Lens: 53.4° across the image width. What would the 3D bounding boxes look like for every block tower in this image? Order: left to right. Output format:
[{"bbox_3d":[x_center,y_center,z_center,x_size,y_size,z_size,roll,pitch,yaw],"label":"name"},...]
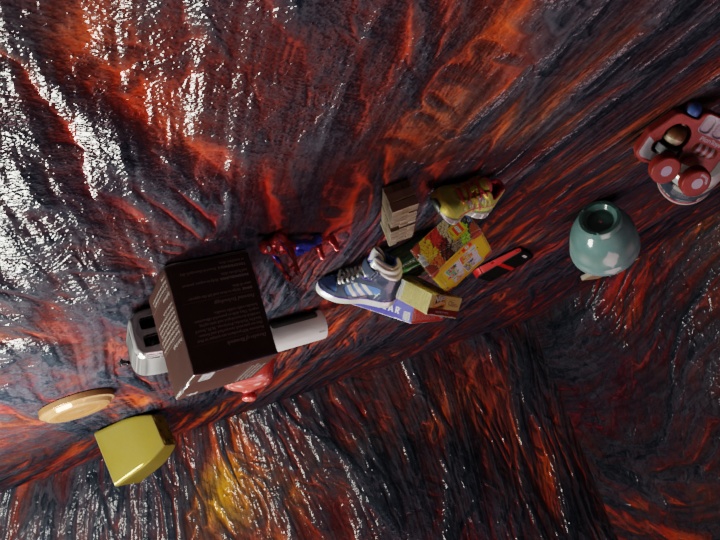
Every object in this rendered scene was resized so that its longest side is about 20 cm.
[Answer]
[{"bbox_3d":[0.072,-0.107,1.352,0.056,0.055,0.200,-18,166,-6],"label":"block tower"}]

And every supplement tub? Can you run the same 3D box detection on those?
[{"bbox_3d":[0.788,-0.247,1.702,0.137,0.144,0.200,-23,166,9],"label":"supplement tub"}]

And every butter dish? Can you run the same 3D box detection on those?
[{"bbox_3d":[-0.315,0.290,2.000,0.194,0.152,0.200,-5,163,-9],"label":"butter dish"}]

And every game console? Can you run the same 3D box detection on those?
[{"bbox_3d":[0.457,-0.021,2.292,0.174,0.032,0.199,-32,164,19],"label":"game console"}]

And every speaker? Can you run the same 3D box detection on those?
[{"bbox_3d":[-0.189,0.168,1.924,0.195,0.083,0.081,-13,164,-28],"label":"speaker"}]

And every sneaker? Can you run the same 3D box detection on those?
[{"bbox_3d":[0.000,0.000,1.641,0.194,0.081,0.150,10,124,0],"label":"sneaker"},{"bbox_3d":[0.209,-0.149,1.385,0.197,0.079,0.090,-14,158,-48],"label":"sneaker"}]

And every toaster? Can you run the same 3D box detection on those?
[{"bbox_3d":[-0.395,0.134,1.443,0.195,0.116,0.130,-13,160,-22],"label":"toaster"}]

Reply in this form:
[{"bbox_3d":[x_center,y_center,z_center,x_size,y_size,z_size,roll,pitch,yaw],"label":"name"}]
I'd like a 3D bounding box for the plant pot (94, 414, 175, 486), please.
[{"bbox_3d":[-0.758,0.598,2.472,0.197,0.198,0.196,-30,166,2],"label":"plant pot"}]

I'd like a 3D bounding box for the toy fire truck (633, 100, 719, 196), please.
[{"bbox_3d":[0.687,-0.269,1.513,0.195,0.114,0.170,18,124,-16],"label":"toy fire truck"}]

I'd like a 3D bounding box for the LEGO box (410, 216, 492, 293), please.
[{"bbox_3d":[0.210,-0.044,1.626,0.148,0.078,0.200,-42,159,5],"label":"LEGO box"}]

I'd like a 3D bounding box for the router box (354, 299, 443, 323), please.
[{"bbox_3d":[0.098,0.086,1.887,0.196,0.050,0.178,16,-172,33],"label":"router box"}]

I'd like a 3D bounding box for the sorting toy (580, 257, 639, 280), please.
[{"bbox_3d":[1.020,-0.036,2.958,0.198,0.071,0.196,-32,163,34],"label":"sorting toy"}]

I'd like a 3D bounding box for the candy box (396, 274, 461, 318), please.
[{"bbox_3d":[0.140,0.054,1.761,0.113,0.057,0.198,11,-170,-41],"label":"candy box"}]

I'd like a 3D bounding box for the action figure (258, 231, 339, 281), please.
[{"bbox_3d":[-0.111,-0.020,1.329,0.064,0.101,0.198,-30,161,32],"label":"action figure"}]

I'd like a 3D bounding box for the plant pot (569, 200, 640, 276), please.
[{"bbox_3d":[0.677,-0.107,2.004,0.196,0.204,0.135,-23,139,9],"label":"plant pot"}]

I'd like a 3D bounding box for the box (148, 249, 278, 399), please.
[{"bbox_3d":[-0.272,0.099,1.304,0.161,0.205,0.166,-12,165,-31],"label":"box"}]

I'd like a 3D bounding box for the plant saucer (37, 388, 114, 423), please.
[{"bbox_3d":[-0.760,0.368,1.926,0.195,0.033,0.201,-20,166,-5],"label":"plant saucer"}]

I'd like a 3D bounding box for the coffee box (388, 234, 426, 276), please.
[{"bbox_3d":[0.148,-0.034,1.750,0.121,0.045,0.198,-29,164,25],"label":"coffee box"}]
